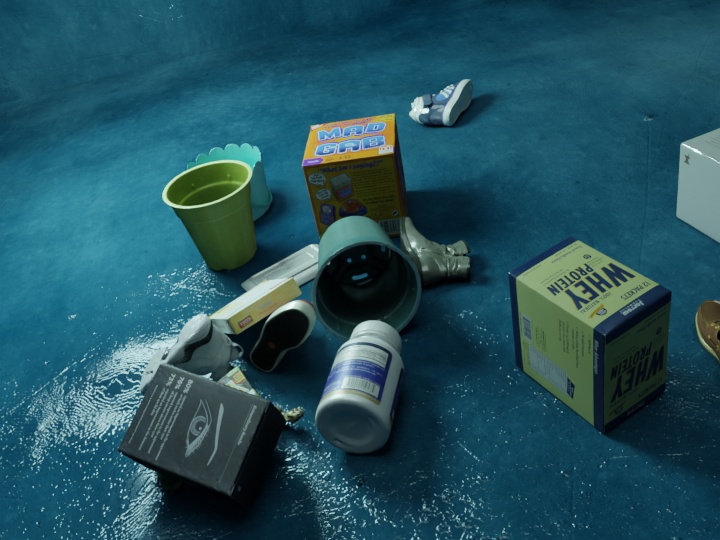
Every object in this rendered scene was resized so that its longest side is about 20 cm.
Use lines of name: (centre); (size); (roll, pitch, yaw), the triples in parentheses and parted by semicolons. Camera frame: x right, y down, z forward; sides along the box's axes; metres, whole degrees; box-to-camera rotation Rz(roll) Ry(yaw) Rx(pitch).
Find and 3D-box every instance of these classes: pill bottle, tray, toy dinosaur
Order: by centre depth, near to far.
pill bottle: (0.007, 0.179, 1.233); (0.118, 0.121, 0.201); (-1, 35, 17)
toy dinosaur: (-0.181, 0.245, 1.274); (0.198, 0.048, 0.088); (8, 36, 35)
tray: (-0.149, 0.000, 1.628); (0.198, 0.022, 0.107); (-30, 37, -23)

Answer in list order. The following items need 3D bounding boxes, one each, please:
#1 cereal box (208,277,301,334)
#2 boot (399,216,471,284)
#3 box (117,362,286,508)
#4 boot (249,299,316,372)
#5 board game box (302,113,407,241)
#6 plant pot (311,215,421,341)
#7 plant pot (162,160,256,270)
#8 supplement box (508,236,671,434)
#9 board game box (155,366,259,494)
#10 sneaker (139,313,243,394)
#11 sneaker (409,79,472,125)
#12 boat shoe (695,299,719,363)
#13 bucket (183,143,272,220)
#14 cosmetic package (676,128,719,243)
cereal box: (-0.204, 0.067, 1.448); (0.143, 0.040, 0.200); (-33, 10, -19)
boot: (0.152, -0.041, 1.561); (0.129, 0.068, 0.201); (-9, 42, -3)
box: (-0.234, 0.248, 1.156); (0.197, 0.105, 0.149); (17, 68, 18)
boot: (-0.116, 0.080, 1.370); (0.072, 0.200, 0.145); (38, 47, -4)
board game box: (-0.005, -0.204, 1.709); (0.197, 0.202, 0.201); (-6, 34, 8)
plant pot: (0.000, 0.000, 1.442); (0.197, 0.203, 0.197); (-13, 26, -1)
plant pot: (-0.309, -0.109, 1.686); (0.197, 0.192, 0.201); (-9, 33, 6)
supplement box: (0.345, 0.094, 1.170); (0.133, 0.202, 0.199); (-28, 38, -20)
board game box: (-0.250, 0.254, 1.235); (0.199, 0.024, 0.105); (-39, 57, -10)
sneaker: (-0.305, 0.176, 1.388); (0.200, 0.115, 0.075); (-43, 29, 17)
sneaker: (0.215, -0.473, 2.126); (0.145, 0.081, 0.201); (12, 47, 26)
boat shoe: (0.578, 0.106, 1.193); (0.071, 0.068, 0.201); (-7, 35, 8)
bucket: (-0.318, -0.204, 1.872); (0.204, 0.136, 0.208); (-9, 35, 6)
cosmetic package: (0.734, -0.171, 1.449); (0.198, 0.168, 0.168); (-20, 34, -12)
